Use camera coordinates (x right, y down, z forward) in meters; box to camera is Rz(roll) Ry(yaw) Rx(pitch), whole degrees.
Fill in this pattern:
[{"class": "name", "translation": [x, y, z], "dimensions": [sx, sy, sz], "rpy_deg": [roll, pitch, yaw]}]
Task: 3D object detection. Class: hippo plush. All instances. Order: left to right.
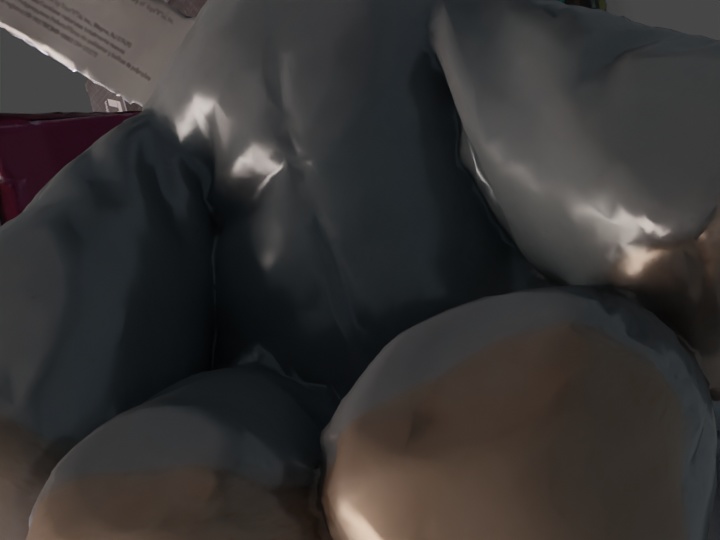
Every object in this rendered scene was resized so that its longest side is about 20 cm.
[{"class": "hippo plush", "translation": [0.009, 0.037, 0.503], "dimensions": [0.200, 0.159, 0.161], "rpy_deg": [40, 164, 47]}]

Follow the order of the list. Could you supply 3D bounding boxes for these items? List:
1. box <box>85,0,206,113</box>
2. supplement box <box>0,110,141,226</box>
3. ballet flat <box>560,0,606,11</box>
[{"class": "box", "translation": [0.000, 0.000, 0.771], "dimensions": [0.158, 0.048, 0.201], "rpy_deg": [-44, 58, 52]}, {"class": "supplement box", "translation": [-0.077, 0.047, 0.760], "dimensions": [0.200, 0.103, 0.132], "rpy_deg": [-27, 72, 58]}, {"class": "ballet flat", "translation": [0.028, -0.032, 0.642], "dimensions": [0.074, 0.074, 0.201], "rpy_deg": [96, 159, -79]}]
